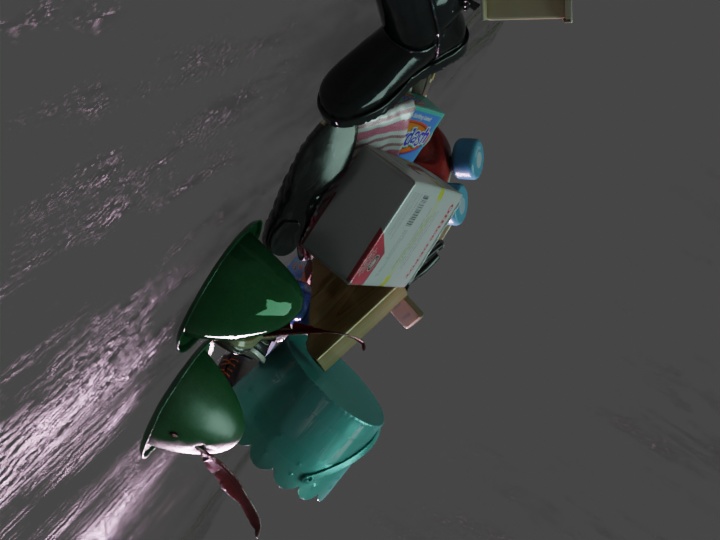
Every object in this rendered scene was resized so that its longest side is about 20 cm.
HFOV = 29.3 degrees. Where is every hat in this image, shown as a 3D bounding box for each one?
[{"bbox_3d":[-0.082,0.054,1.533,0.200,0.175,0.166,-54,174,-45],"label":"hat"},{"bbox_3d":[-0.155,0.203,1.686,0.166,0.175,0.200,-57,177,-14],"label":"hat"}]

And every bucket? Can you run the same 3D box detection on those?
[{"bbox_3d":[-0.074,0.192,1.853,0.135,0.207,0.207,-46,179,13],"label":"bucket"}]

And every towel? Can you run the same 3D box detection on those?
[{"bbox_3d":[-0.004,-0.111,1.688,0.146,0.030,0.201,-28,149,-38],"label":"towel"}]

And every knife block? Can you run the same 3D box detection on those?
[{"bbox_3d":[0.023,0.028,1.799,0.064,0.174,0.202,61,31,-69],"label":"knife block"}]

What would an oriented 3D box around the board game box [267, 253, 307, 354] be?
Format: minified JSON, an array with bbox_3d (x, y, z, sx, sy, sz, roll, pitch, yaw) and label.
[{"bbox_3d":[-0.134,0.069,2.163,0.201,0.036,0.151,-60,177,29],"label":"board game box"}]

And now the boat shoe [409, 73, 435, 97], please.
[{"bbox_3d":[0.057,-0.237,1.835,0.059,0.072,0.200,-25,157,-23],"label":"boat shoe"}]

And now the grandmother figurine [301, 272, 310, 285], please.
[{"bbox_3d":[-0.069,0.041,2.133,0.121,0.061,0.200,-28,166,-22],"label":"grandmother figurine"}]

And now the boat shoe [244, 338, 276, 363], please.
[{"bbox_3d":[-0.143,0.081,1.817,0.061,0.074,0.200,-58,180,-4],"label":"boat shoe"}]

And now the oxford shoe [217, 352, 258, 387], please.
[{"bbox_3d":[-0.197,0.160,1.975,0.200,0.071,0.073,-47,141,-60],"label":"oxford shoe"}]

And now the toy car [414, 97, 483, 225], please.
[{"bbox_3d":[0.060,-0.183,1.983,0.201,0.183,0.178,70,34,-45],"label":"toy car"}]

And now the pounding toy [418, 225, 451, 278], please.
[{"bbox_3d":[0.041,-0.093,2.196,0.185,0.199,0.142,-58,-155,3],"label":"pounding toy"}]

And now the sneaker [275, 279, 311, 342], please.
[{"bbox_3d":[-0.111,0.044,1.953,0.079,0.089,0.200,-53,-165,-23],"label":"sneaker"}]

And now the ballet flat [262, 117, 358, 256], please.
[{"bbox_3d":[-0.065,-0.107,1.583,0.201,0.066,0.057,-59,-143,23],"label":"ballet flat"}]

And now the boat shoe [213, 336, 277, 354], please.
[{"bbox_3d":[-0.127,0.043,1.712,0.074,0.075,0.200,-64,175,18],"label":"boat shoe"}]

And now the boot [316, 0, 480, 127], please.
[{"bbox_3d":[0.033,-0.247,1.389,0.197,0.074,0.163,-32,154,-10],"label":"boot"}]

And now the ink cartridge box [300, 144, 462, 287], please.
[{"bbox_3d":[0.030,-0.061,1.671,0.146,0.083,0.200,-57,161,9],"label":"ink cartridge box"}]

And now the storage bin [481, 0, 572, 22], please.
[{"bbox_3d":[0.171,-0.367,1.447,0.200,0.093,0.201,-66,154,-75],"label":"storage bin"}]

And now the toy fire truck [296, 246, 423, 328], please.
[{"bbox_3d":[0.000,0.000,1.931,0.176,0.127,0.202,119,-32,-52],"label":"toy fire truck"}]

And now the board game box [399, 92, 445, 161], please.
[{"bbox_3d":[0.008,-0.139,1.758,0.201,0.045,0.152,-56,155,17],"label":"board game box"}]
